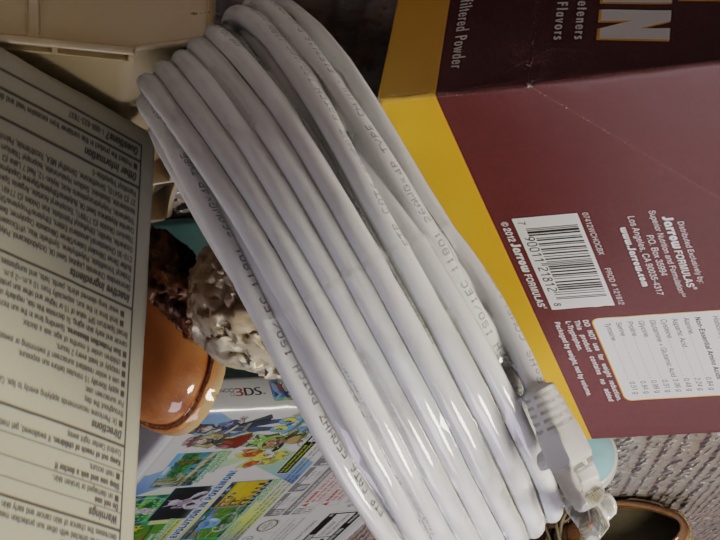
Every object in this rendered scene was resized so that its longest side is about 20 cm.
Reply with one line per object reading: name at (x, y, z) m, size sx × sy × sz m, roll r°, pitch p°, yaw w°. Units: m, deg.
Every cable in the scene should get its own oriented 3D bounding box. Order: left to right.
cable at (-0.002, 0.008, 0.706) m, size 0.069 × 0.201 × 0.200 m, roll -31°, pitch -177°, yaw -2°

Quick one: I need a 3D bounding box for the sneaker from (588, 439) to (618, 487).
sneaker at (0.085, 0.120, 1.462) m, size 0.198 × 0.075 × 0.082 m, roll 4°, pitch 165°, yaw -9°

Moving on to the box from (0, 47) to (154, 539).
box at (-0.150, 0.035, 0.722) m, size 0.108 × 0.202 × 0.128 m, roll -10°, pitch 158°, yaw 30°

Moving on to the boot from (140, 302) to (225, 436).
boot at (-0.154, -0.013, 0.942) m, size 0.077 × 0.200 × 0.155 m, roll -46°, pitch 144°, yaw 18°

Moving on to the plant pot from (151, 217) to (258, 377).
plant pot at (-0.088, 0.053, 1.180) m, size 0.199 × 0.142 × 0.141 m, roll -16°, pitch 157°, yaw 21°

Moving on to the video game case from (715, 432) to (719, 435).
video game case at (0.201, -0.010, 0.908) m, size 0.199 × 0.024 × 0.183 m, roll -6°, pitch 119°, yaw 45°

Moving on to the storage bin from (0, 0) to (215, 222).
storage bin at (-0.160, -0.093, 0.809) m, size 0.197 × 0.094 × 0.200 m, roll 5°, pitch 161°, yaw -9°

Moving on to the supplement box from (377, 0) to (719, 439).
supplement box at (0.138, -0.054, 0.732) m, size 0.198 × 0.134 × 0.198 m, roll -5°, pitch 141°, yaw 21°

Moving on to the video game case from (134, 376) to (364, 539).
video game case at (-0.052, 0.108, 1.137) m, size 0.181 × 0.022 × 0.200 m, roll -1°, pitch 150°, yaw -31°

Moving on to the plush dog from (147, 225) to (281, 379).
plush dog at (0.000, 0.000, 0.903) m, size 0.199 × 0.162 × 0.171 m, roll -14°, pitch 180°, yaw 44°

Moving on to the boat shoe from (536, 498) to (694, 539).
boat shoe at (0.175, 0.219, 1.768) m, size 0.198 × 0.076 × 0.072 m, roll -8°, pitch 158°, yaw 2°
